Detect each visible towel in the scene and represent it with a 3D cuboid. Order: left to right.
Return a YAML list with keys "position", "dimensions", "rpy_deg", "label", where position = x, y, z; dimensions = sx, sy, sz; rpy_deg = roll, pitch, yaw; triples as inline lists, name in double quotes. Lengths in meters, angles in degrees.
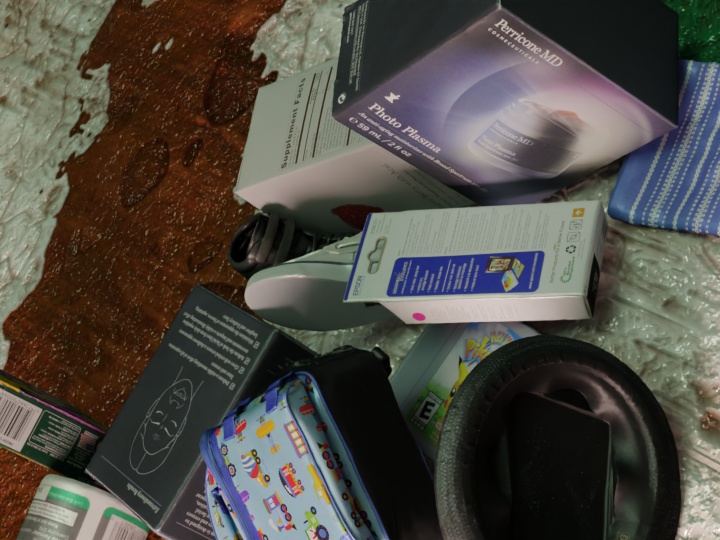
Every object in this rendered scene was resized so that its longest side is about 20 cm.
- position: [0.282, -0.094, 1.193]
  dimensions: [0.199, 0.024, 0.146]
  rpy_deg: [11, 73, 51]
  label: "towel"

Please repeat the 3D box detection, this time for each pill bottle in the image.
- position: [-0.276, 0.298, 1.447]
  dimensions: [0.113, 0.113, 0.201]
  rpy_deg: [1, 64, 48]
  label: "pill bottle"

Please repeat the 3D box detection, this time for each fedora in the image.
- position: [0.126, 0.151, 1.105]
  dimensions: [0.092, 0.199, 0.202]
  rpy_deg: [134, 154, -66]
  label: "fedora"

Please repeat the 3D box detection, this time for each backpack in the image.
- position: [-0.049, 0.175, 1.239]
  dimensions: [0.199, 0.134, 0.184]
  rpy_deg: [-31, 79, 40]
  label: "backpack"

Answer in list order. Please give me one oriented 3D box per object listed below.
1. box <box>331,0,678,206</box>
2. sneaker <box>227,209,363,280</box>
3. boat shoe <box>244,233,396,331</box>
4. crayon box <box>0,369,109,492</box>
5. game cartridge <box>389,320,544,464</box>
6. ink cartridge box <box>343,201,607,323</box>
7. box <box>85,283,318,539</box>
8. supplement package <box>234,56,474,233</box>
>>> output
- position: [0.115, -0.162, 1.259]
  dimensions: [0.198, 0.199, 0.124]
  rpy_deg: [-30, 44, 43]
  label: "box"
- position: [-0.040, -0.014, 1.428]
  dimensions: [0.199, 0.099, 0.071]
  rpy_deg: [-12, 53, 41]
  label: "sneaker"
- position: [0.000, 0.000, 1.356]
  dimensions: [0.198, 0.072, 0.066]
  rpy_deg: [-10, 43, 15]
  label: "boat shoe"
- position: [-0.324, 0.144, 1.540]
  dimensions: [0.172, 0.200, 0.059]
  rpy_deg: [19, 78, 52]
  label: "crayon box"
- position: [0.098, 0.100, 1.246]
  dimensions: [0.134, 0.040, 0.200]
  rpy_deg: [-53, 37, -1]
  label: "game cartridge"
- position: [0.091, -0.006, 1.254]
  dimensions: [0.198, 0.037, 0.095]
  rpy_deg: [-1, 51, 22]
  label: "ink cartridge box"
- position: [-0.126, 0.137, 1.405]
  dimensions: [0.148, 0.107, 0.201]
  rpy_deg: [26, 83, 52]
  label: "box"
- position: [0.004, -0.114, 1.433]
  dimensions: [0.199, 0.121, 0.121]
  rpy_deg: [-16, 53, 41]
  label: "supplement package"
